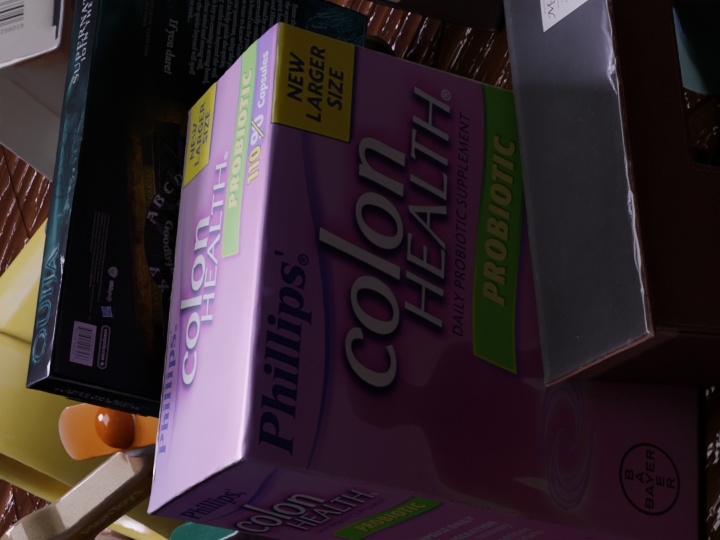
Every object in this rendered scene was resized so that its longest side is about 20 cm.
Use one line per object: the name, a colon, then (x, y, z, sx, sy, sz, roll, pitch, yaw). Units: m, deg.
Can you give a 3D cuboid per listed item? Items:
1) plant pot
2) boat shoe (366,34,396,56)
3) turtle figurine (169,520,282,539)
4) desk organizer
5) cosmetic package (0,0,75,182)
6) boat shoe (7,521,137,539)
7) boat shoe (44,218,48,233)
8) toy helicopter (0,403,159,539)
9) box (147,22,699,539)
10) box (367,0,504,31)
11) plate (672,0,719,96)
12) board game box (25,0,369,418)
plant pot: (-0.159, 0.050, 1.262, 0.200, 0.200, 0.190, -9, 54, 65)
boat shoe: (-0.007, -0.099, 1.126, 0.202, 0.074, 0.075, -11, 59, 64)
turtle figurine: (0.000, 0.178, 0.857, 0.100, 0.200, 0.150, -37, 35, 14)
desk organizer: (0.111, -0.058, 0.785, 0.072, 0.077, 0.201, -34, 56, 57)
cosmetic package: (-0.143, -0.107, 1.112, 0.087, 0.200, 0.104, -13, 64, 22)
boat shoe: (-0.194, 0.191, 1.409, 0.200, 0.075, 0.072, 3, 76, 57)
boat shoe: (-0.092, 0.019, 1.102, 0.075, 0.200, 0.062, 7, 57, 47)
toy helicopter: (-0.102, 0.090, 0.973, 0.200, 0.132, 0.079, -38, 69, 17)
box: (0.030, 0.021, 0.812, 0.097, 0.199, 0.177, -35, 46, 57)
box: (-0.022, -0.237, 1.067, 0.164, 0.199, 0.167, 32, 108, 66)
plate: (0.161, -0.172, 0.835, 0.200, 0.025, 0.202, -42, 42, 54)
board game box: (-0.065, -0.034, 0.860, 0.028, 0.135, 0.201, -23, 57, 54)
